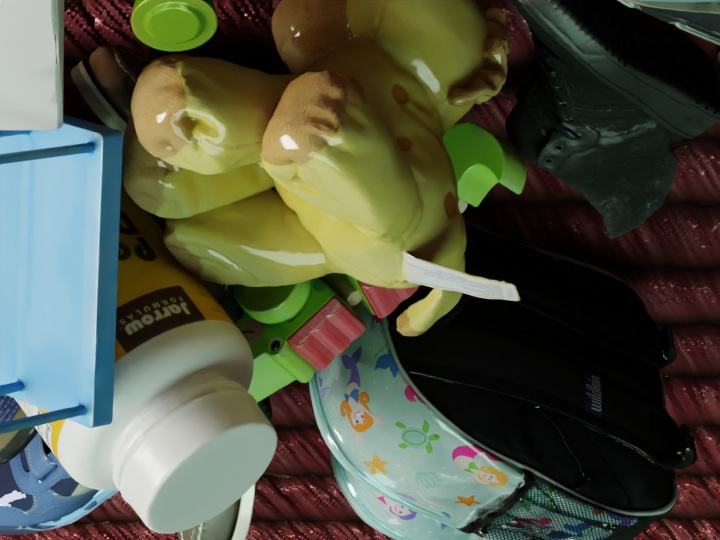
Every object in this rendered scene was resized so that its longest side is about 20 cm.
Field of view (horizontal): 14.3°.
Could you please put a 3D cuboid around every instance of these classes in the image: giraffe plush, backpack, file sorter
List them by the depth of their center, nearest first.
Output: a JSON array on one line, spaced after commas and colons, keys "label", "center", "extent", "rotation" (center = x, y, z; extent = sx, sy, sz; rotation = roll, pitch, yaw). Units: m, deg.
[{"label": "file sorter", "center": [-0.221, -0.008, 1.339], "extent": [0.199, 0.140, 0.122], "rotation": [17, -160, 42]}, {"label": "giraffe plush", "center": [0.001, -0.083, 1.358], "extent": [0.199, 0.163, 0.173], "rotation": [19, 154, 0]}, {"label": "backpack", "center": [0.061, 0.065, 1.568], "extent": [0.199, 0.178, 0.150], "rotation": [27, 133, -32]}]

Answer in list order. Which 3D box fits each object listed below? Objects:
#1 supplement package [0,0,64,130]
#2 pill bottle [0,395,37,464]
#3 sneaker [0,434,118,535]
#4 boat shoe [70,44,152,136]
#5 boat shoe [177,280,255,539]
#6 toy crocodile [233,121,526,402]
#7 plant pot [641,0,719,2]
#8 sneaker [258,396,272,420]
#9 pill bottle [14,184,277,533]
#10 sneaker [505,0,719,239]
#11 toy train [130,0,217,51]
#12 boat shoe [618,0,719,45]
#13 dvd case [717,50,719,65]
[{"label": "supplement package", "center": [-0.230, -0.142, 1.265], "extent": [0.199, 0.120, 0.122], "rotation": [0, 146, -5]}, {"label": "pill bottle", "center": [-0.260, 0.025, 1.536], "extent": [0.111, 0.112, 0.200], "rotation": [-22, 143, 27]}, {"label": "sneaker", "center": [-0.159, 0.090, 1.688], "extent": [0.199, 0.074, 0.082], "rotation": [-26, 143, 18]}, {"label": "boat shoe", "center": [-0.063, -0.072, 1.450], "extent": [0.068, 0.072, 0.200], "rotation": [-42, 141, 14]}, {"label": "boat shoe", "center": [-0.089, 0.068, 1.525], "extent": [0.060, 0.072, 0.203], "rotation": [-7, 118, -20]}, {"label": "toy crocodile", "center": [0.000, 0.000, 1.460], "extent": [0.200, 0.062, 0.068], "rotation": [-42, 142, -2]}, {"label": "plant pot", "center": [0.171, -0.202, 1.199], "extent": [0.199, 0.142, 0.141], "rotation": [-20, 145, 37]}, {"label": "sneaker", "center": [-0.122, 0.031, 1.584], "extent": [0.076, 0.076, 0.200], "rotation": [-33, 128, 14]}, {"label": "pill bottle", "center": [-0.127, 0.031, 1.415], "extent": [0.109, 0.200, 0.109], "rotation": [-30, 153, -18]}, {"label": "sneaker", "center": [0.109, -0.087, 1.438], "extent": [0.104, 0.060, 0.199], "rotation": [-30, 143, 29]}, {"label": "toy train", "center": [-0.085, -0.145, 1.277], "extent": [0.084, 0.116, 0.200], "rotation": [15, 143, -25]}, {"label": "boat shoe", "center": [0.179, -0.143, 1.377], "extent": [0.199, 0.073, 0.063], "rotation": [12, -172, -32]}, {"label": "dvd case", "center": [0.275, -0.067, 1.524], "extent": [0.148, 0.016, 0.200], "rotation": [-8, 148, 10]}]
